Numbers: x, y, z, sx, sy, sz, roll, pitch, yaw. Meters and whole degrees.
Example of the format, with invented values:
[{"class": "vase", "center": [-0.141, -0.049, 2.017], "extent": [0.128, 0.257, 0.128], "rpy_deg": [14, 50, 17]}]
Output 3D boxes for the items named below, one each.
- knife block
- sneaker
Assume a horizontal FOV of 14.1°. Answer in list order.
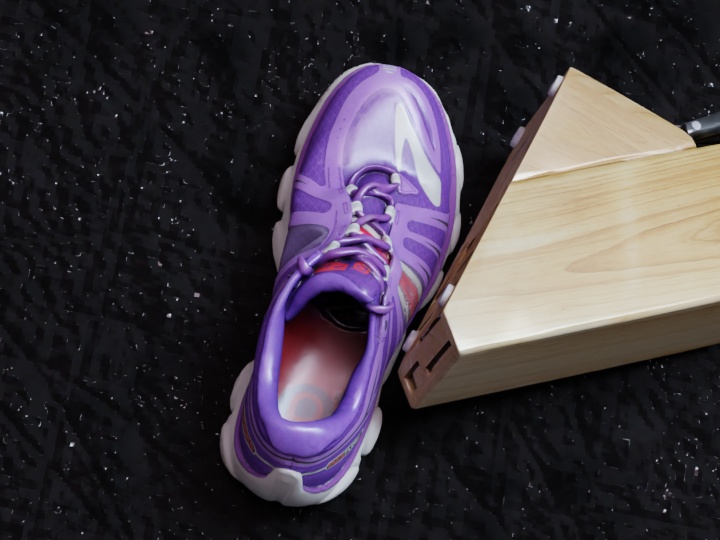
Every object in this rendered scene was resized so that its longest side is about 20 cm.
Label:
[{"class": "knife block", "center": [0.133, 0.005, 1.230], "extent": [0.175, 0.064, 0.200], "rpy_deg": [30, 60, -2]}, {"class": "sneaker", "center": [0.000, 0.000, 1.212], "extent": [0.080, 0.083, 0.200], "rpy_deg": [15, 66, -3]}]
